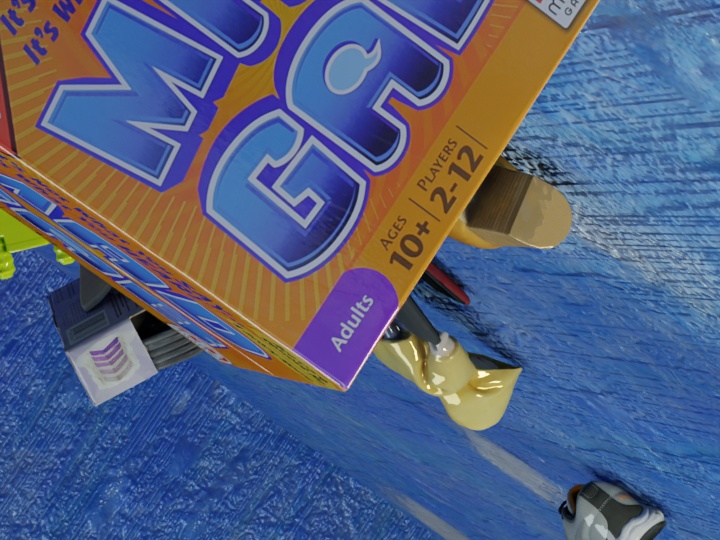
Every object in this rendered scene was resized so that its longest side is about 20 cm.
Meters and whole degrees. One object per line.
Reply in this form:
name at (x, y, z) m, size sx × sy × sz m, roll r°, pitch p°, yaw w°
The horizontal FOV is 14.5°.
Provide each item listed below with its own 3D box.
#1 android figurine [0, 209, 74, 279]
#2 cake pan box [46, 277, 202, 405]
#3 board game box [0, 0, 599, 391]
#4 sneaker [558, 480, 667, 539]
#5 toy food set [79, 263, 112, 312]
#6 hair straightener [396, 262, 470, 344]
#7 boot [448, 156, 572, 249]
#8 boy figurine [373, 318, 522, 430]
android figurine at (-0.234, -0.097, 1.853) m, size 0.181 × 0.201 × 0.041 m, roll -11°, pitch -178°, yaw 16°
cake pan box at (-0.126, 0.014, 2.002) m, size 0.052 × 0.184 × 0.200 m, roll 62°, pitch 176°, yaw -15°
board game box at (-0.057, -0.093, 1.146) m, size 0.200 × 0.200 × 0.200 m, roll 35°, pitch 172°, yaw -15°
sneaker at (0.205, 0.216, 2.413) m, size 0.079 × 0.074 × 0.200 m, roll 43°, pitch 166°, yaw 5°
toy food set at (-0.228, -0.086, 1.981) m, size 0.144 × 0.060 × 0.200 m, roll -101°, pitch -14°, yaw -63°
hair straightener at (0.000, 0.000, 1.903) m, size 0.041 × 0.077 × 0.200 m, roll 29°, pitch 171°, yaw 41°
boot at (0.007, -0.069, 1.492) m, size 0.201 × 0.071 × 0.144 m, roll 33°, pitch 171°, yaw -30°
boy figurine at (0.043, 0.050, 2.075) m, size 0.200 × 0.065 × 0.124 m, roll 37°, pitch 171°, yaw -25°
